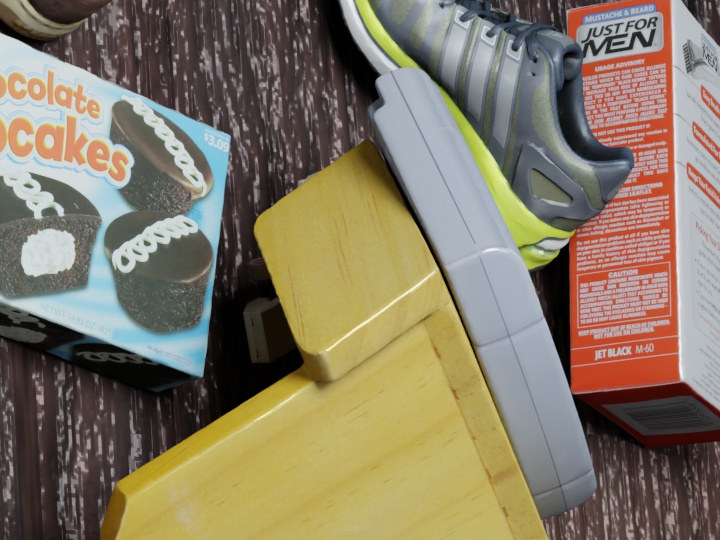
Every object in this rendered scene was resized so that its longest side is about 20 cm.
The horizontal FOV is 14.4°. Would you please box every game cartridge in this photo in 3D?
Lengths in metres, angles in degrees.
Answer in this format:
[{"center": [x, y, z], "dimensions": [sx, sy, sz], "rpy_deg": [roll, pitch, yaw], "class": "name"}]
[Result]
[{"center": [0.057, 0.019, 1.262], "dimensions": [0.200, 0.041, 0.134], "rpy_deg": [68, 2, -51], "class": "game cartridge"}]

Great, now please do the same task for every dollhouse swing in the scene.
[{"center": [-0.023, 0.093, 1.234], "dimensions": [0.182, 0.175, 0.201], "rpy_deg": [-116, -179, -60], "class": "dollhouse swing"}]

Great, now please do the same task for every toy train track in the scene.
[{"center": [0.000, 0.000, 1.327], "dimensions": [0.200, 0.032, 0.116], "rpy_deg": [-28, 113, -52], "class": "toy train track"}]

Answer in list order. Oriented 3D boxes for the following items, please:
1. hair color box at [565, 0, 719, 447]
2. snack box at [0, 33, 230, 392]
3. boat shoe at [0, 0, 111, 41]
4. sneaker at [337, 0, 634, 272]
[{"center": [0.149, -0.023, 1.429], "dimensions": [0.111, 0.063, 0.202], "rpy_deg": [35, 53, -58], "class": "hair color box"}, {"center": [-0.147, -0.035, 1.204], "dimensions": [0.199, 0.037, 0.117], "rpy_deg": [23, 62, -36], "class": "snack box"}, {"center": [-0.128, -0.205, 1.250], "dimensions": [0.072, 0.072, 0.202], "rpy_deg": [11, 70, -39], "class": "boat shoe"}, {"center": [0.060, -0.103, 1.365], "dimensions": [0.201, 0.081, 0.074], "rpy_deg": [55, 26, -4], "class": "sneaker"}]
